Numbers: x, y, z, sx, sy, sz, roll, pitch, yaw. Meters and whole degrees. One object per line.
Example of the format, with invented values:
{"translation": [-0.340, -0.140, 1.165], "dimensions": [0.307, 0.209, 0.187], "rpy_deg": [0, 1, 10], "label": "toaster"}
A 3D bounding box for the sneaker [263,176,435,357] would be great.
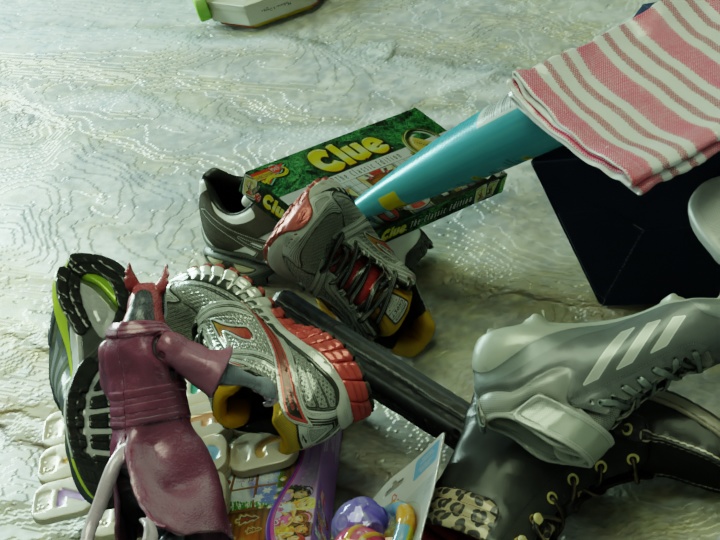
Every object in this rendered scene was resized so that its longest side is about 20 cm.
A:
{"translation": [0.000, 0.000, 1.757], "dimensions": [0.082, 0.200, 0.078], "rpy_deg": [35, 86, 32], "label": "sneaker"}

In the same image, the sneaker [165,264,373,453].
{"translation": [-0.084, 0.060, 1.709], "dimensions": [0.082, 0.078, 0.200], "rpy_deg": [-35, 41, -27], "label": "sneaker"}

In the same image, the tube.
{"translation": [0.066, -0.079, 1.772], "dimensions": [0.200, 0.051, 0.077], "rpy_deg": [-25, -1, 39], "label": "tube"}

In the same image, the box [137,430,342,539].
{"translation": [-0.086, 0.152, 1.722], "dimensions": [0.136, 0.039, 0.200], "rpy_deg": [-10, 36, 12], "label": "box"}

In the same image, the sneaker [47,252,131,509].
{"translation": [-0.183, 0.087, 1.744], "dimensions": [0.074, 0.081, 0.201], "rpy_deg": [4, 50, -16], "label": "sneaker"}

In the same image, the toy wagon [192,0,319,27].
{"translation": [-0.088, -0.297, 2.331], "dimensions": [0.154, 0.040, 0.200], "rpy_deg": [-19, 34, 2], "label": "toy wagon"}

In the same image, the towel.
{"translation": [0.216, -0.132, 1.663], "dimensions": [0.199, 0.030, 0.146], "rpy_deg": [-29, 44, -20], "label": "towel"}

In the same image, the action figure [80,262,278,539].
{"translation": [-0.143, 0.094, 1.608], "dimensions": [0.134, 0.201, 0.149], "rpy_deg": [-12, -5, 39], "label": "action figure"}

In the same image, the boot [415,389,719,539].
{"translation": [0.141, 0.140, 1.598], "dimensions": [0.199, 0.073, 0.151], "rpy_deg": [21, 60, 21], "label": "boot"}

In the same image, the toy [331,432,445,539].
{"translation": [-0.006, 0.194, 1.568], "dimensions": [0.115, 0.047, 0.200], "rpy_deg": [-46, 22, 39], "label": "toy"}

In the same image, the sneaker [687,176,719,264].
{"translation": [0.300, 0.023, 1.634], "dimensions": [0.200, 0.112, 0.073], "rpy_deg": [32, 65, 29], "label": "sneaker"}

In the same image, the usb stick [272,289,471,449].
{"translation": [0.014, 0.073, 1.728], "dimensions": [0.200, 0.056, 0.033], "rpy_deg": [31, 73, 30], "label": "usb stick"}

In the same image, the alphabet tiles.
{"translation": [-0.137, 0.116, 1.749], "dimensions": [0.195, 0.015, 0.200], "rpy_deg": [-13, 35, 9], "label": "alphabet tiles"}

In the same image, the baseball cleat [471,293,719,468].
{"translation": [0.171, 0.072, 1.570], "dimensions": [0.199, 0.070, 0.107], "rpy_deg": [-9, 62, 13], "label": "baseball cleat"}

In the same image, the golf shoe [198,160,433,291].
{"translation": [-0.043, -0.035, 1.908], "dimensions": [0.199, 0.095, 0.078], "rpy_deg": [3, 40, 27], "label": "golf shoe"}

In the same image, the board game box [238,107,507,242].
{"translation": [0.012, -0.067, 1.897], "dimensions": [0.105, 0.024, 0.200], "rpy_deg": [35, 38, 28], "label": "board game box"}

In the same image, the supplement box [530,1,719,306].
{"translation": [0.267, -0.091, 1.770], "dimensions": [0.199, 0.135, 0.200], "rpy_deg": [-3, 37, 39], "label": "supplement box"}

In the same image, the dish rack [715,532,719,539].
{"translation": [0.281, 0.202, 1.472], "dimensions": [0.171, 0.044, 0.200], "rpy_deg": [10, 45, 35], "label": "dish rack"}
